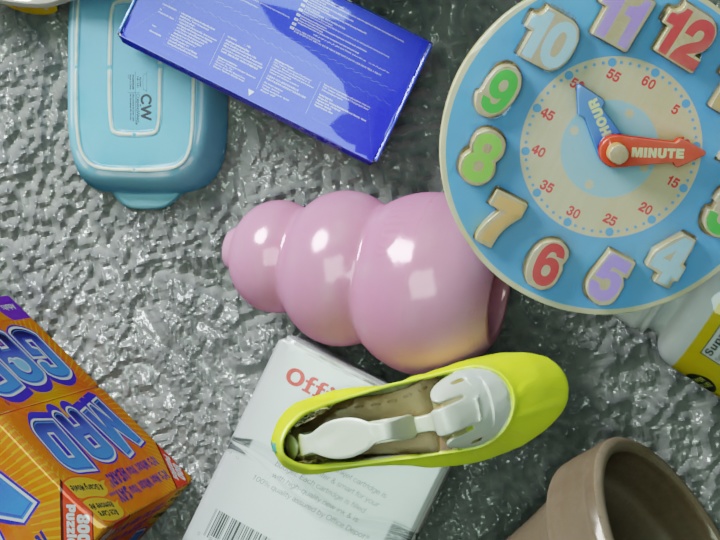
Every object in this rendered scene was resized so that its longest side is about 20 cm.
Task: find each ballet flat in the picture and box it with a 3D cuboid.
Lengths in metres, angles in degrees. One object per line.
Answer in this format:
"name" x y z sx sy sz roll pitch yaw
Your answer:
"ballet flat" 0.037 0.098 1.043 0.199 0.067 0.067 -11 86 7

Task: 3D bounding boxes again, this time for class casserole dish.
"casserole dish" -0.158 -0.145 1.171 0.120 0.039 0.202 1 92 10

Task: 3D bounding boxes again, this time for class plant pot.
"plant pot" 0.145 0.237 1.066 0.174 0.200 0.201 -34 85 26

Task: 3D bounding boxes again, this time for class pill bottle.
"pill bottle" 0.268 0.037 1.064 0.199 0.114 0.115 33 96 8

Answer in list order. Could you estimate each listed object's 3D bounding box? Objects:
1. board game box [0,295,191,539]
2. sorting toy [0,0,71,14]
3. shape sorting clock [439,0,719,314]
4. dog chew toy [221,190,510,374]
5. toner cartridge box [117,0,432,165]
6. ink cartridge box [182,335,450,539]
"board game box" -0.275 0.160 1.110 0.200 0.200 0.200 44 98 6
"sorting toy" -0.206 -0.288 1.131 0.199 0.107 0.181 -6 64 44
"shape sorting clock" 0.145 -0.070 0.933 0.199 0.039 0.201 0 103 -2
"dog chew toy" 0.000 0.000 1.109 0.199 0.124 0.125 11 92 17
"toner cartridge box" -0.059 -0.159 1.128 0.199 0.043 0.095 27 88 -4
"ink cartridge box" -0.029 0.164 1.128 0.145 0.084 0.201 27 93 8
